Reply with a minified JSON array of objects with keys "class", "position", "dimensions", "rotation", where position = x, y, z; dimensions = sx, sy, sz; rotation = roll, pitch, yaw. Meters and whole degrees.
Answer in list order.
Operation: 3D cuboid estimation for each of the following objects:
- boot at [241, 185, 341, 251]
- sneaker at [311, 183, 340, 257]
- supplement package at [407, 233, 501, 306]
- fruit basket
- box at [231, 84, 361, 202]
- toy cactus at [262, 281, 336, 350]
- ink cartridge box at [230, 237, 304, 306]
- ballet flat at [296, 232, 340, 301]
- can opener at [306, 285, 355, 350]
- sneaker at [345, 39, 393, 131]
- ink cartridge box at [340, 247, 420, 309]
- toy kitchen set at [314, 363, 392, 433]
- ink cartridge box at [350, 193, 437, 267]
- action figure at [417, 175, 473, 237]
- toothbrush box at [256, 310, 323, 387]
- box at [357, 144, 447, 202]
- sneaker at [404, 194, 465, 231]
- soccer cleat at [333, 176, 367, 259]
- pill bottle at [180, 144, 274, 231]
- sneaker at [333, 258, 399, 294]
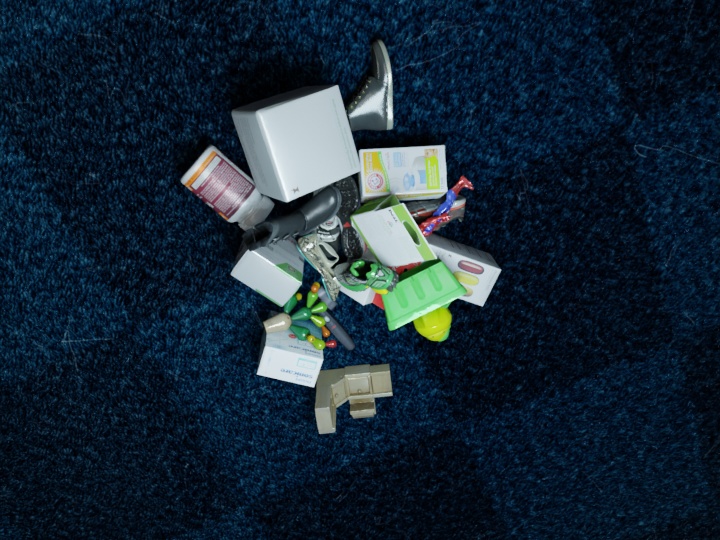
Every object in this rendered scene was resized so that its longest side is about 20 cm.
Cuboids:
[{"class":"boot","position":[-0.149,-0.117,1.376],"dimensions":[0.165,0.200,0.066],"rotation":[-43,76,32]},{"class":"sneaker","position":[-0.086,-0.115,1.505],"dimensions":[0.074,0.089,0.201],"rotation":[-6,114,-4]},{"class":"supplement package","position":[0.233,-0.007,1.563],"dimensions":[0.199,0.110,0.114],"rotation":[18,111,-12]},{"class":"fruit basket","position":[0.158,0.093,1.470],"dimensions":[0.215,0.156,0.217],"rotation":[0,98,-1]},{"class":"box","position":[-0.141,-0.283,1.354],"dimensions":[0.200,0.171,0.200],"rotation":[-26,114,-21]},{"class":"toy cactus","position":[-0.154,0.114,1.507],"dimensions":[0.165,0.102,0.201],"rotation":[-18,78,-16]},{"class":"ink cartridge box","position":[-0.214,-0.024,1.471],"dimensions":[0.146,0.200,0.084],"rotation":[35,109,-16]},{"class":"ballet flat","position":[-0.083,-0.010,1.528],"dimensions":[0.075,0.068,0.200],"rotation":[-25,120,8]},{"class":"can opener","position":[-0.075,0.134,1.620],"dimensions":[0.078,0.063,0.200],"rotation":[-31,111,7]},{"class":"sneaker","position":[0.015,-0.412,1.396],"dimensions":[0.106,0.075,0.201],"rotation":[-8,114,-5]},{"class":"ink cartridge box","position":[0.049,-0.004,1.532],"dimensions":[0.176,0.045,0.201],"rotation":[30,112,27]},{"class":"toy kitchen set","position":[-0.010,0.373,1.659],"dimensions":[0.199,0.181,0.164],"rotation":[-6,114,2]},{"class":"ink cartridge box","position":[0.090,-0.091,1.368],"dimensions":[0.076,0.200,0.148],"rotation":[-43,109,-29]},{"class":"action figure","position":[0.189,-0.131,1.458],"dimensions":[0.052,0.065,0.200],"rotation":[45,96,9]},{"class":"toothbrush box","position":[-0.176,0.194,1.562],"dimensions":[0.146,0.200,0.086],"rotation":[15,111,-10]},{"class":"box","position":[0.094,-0.224,1.449],"dimensions":[0.199,0.101,0.113],"rotation":[-3,88,-3]},{"class":"sneaker","position":[0.168,-0.127,1.530],"dimensions":[0.199,0.077,0.082],"rotation":[-11,119,0]},{"class":"soccer cleat","position":[-0.021,-0.130,1.472],"dimensions":[0.068,0.073,0.201],"rotation":[-6,104,18]},{"class":"pill bottle","position":[-0.307,-0.186,1.442],"dimensions":[0.200,0.114,0.114],"rotation":[41,103,-18]},{"class":"sneaker","position":[0.000,0.000,1.432],"dimensions":[0.085,0.200,0.078],"rotation":[36,71,-33]}]
